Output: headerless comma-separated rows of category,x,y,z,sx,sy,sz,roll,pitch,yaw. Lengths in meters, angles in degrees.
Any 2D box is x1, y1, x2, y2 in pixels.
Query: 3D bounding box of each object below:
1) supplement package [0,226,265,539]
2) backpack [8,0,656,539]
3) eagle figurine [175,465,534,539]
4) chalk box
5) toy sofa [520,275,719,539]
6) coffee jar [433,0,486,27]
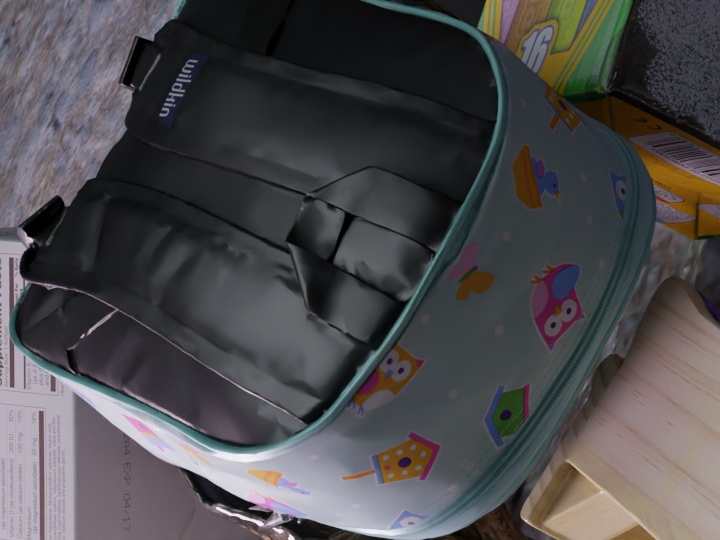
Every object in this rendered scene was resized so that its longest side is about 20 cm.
supplement package,-0.115,0.080,1.080,0.111,0.156,0.201,4,96,36
backpack,0.000,0.000,0.790,0.176,0.153,0.200,-58,30,-8
eagle figurine,-0.001,0.111,0.959,0.200,0.151,0.152,-12,67,52
chalk box,0.136,-0.126,0.866,0.124,0.124,0.201,-5,63,66
toy sofa,0.134,0.082,0.718,0.098,0.083,0.200,-60,22,4
coffee jar,0.000,-0.049,1.130,0.085,0.104,0.200,-24,-25,-55
